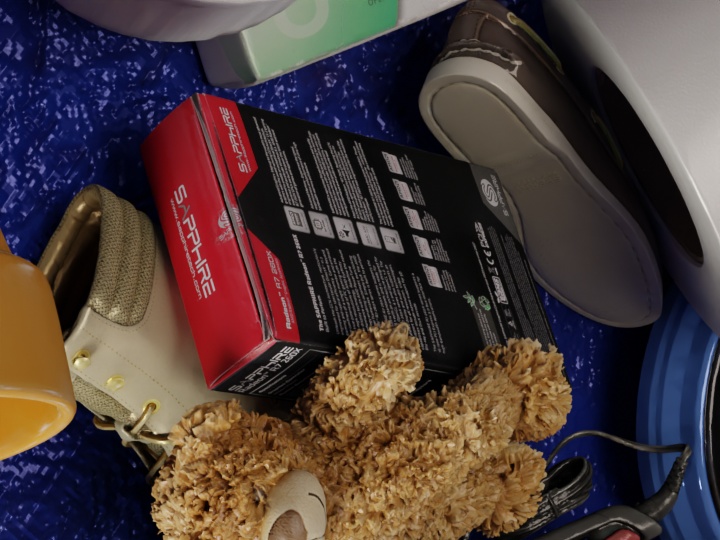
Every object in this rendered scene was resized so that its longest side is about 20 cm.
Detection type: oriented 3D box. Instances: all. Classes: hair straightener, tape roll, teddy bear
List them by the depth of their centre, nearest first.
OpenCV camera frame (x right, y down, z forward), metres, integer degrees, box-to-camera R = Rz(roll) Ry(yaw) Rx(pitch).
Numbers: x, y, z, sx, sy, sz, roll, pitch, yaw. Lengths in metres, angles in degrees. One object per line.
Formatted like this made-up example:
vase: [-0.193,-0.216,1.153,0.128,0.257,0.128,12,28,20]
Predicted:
teddy bear: [0.011,0.089,1.107,0.199,0.067,0.145,8,123,-44]
tape roll: [0.195,-0.081,1.255,0.139,0.203,0.203,-29,108,-2]
hair straightener: [0.076,0.128,1.265,0.200,0.041,0.077,-31,79,-19]

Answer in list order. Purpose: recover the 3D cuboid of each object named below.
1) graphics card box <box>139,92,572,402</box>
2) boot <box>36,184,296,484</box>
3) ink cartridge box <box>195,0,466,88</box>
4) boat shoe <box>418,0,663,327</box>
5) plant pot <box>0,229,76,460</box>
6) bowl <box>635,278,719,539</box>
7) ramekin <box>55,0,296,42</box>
graphics card box: [0.000,0.000,1.168,0.199,0.051,0.126,10,52,-45]
boot: [-0.089,0.077,1.134,0.155,0.073,0.201,28,68,-37]
ink cartridge box: [-0.028,-0.203,1.212,0.161,0.050,0.201,-25,106,-35]
boat shoe: [0.097,-0.050,1.288,0.200,0.072,0.060,49,43,-36]
plant pot: [-0.220,-0.016,0.980,0.199,0.200,0.184,-2,75,-37]
bowl: [0.222,0.074,1.380,0.200,0.039,0.202,-4,95,-46]
ramekin: [-0.075,-0.195,1.109,0.199,0.098,0.202,5,76,-18]
